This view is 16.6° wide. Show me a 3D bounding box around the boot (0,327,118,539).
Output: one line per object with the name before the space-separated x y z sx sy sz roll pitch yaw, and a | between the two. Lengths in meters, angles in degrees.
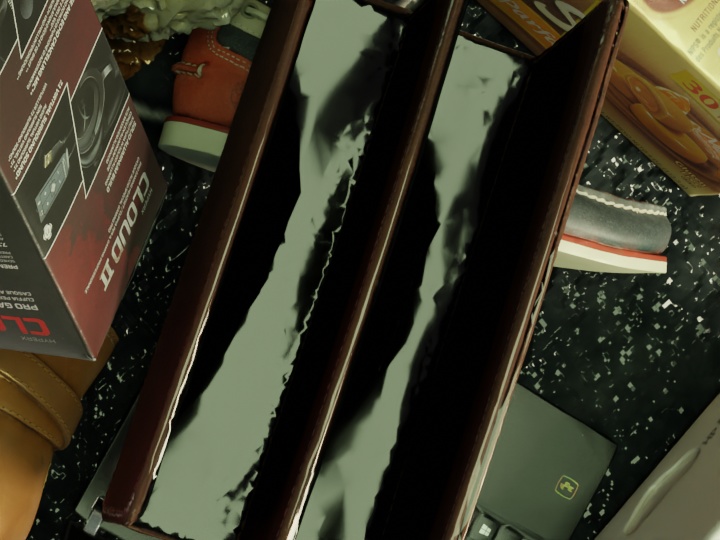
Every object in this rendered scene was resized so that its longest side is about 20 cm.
boot | -0.195 0.031 0.844 0.200 0.074 0.155 36 72 -10

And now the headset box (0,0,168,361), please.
headset box | -0.155 -0.055 0.746 0.148 0.201 0.078 7 54 19

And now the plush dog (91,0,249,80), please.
plush dog | -0.108 -0.136 0.826 0.171 0.200 0.161 29 55 -21

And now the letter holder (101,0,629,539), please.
letter holder | 0.000 0.000 0.785 0.100 0.142 0.201 19 82 -8

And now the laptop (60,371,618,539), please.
laptop | -0.008 0.108 0.872 0.177 0.103 0.201 32 81 -14

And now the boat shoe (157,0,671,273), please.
boat shoe | 0.026 -0.046 0.903 0.199 0.071 0.063 17 82 -11

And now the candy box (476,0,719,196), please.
candy box | 0.087 -0.112 0.894 0.200 0.115 0.055 42 78 -12

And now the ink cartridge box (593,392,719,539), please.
ink cartridge box | 0.187 0.153 0.936 0.200 0.084 0.146 44 80 -12
